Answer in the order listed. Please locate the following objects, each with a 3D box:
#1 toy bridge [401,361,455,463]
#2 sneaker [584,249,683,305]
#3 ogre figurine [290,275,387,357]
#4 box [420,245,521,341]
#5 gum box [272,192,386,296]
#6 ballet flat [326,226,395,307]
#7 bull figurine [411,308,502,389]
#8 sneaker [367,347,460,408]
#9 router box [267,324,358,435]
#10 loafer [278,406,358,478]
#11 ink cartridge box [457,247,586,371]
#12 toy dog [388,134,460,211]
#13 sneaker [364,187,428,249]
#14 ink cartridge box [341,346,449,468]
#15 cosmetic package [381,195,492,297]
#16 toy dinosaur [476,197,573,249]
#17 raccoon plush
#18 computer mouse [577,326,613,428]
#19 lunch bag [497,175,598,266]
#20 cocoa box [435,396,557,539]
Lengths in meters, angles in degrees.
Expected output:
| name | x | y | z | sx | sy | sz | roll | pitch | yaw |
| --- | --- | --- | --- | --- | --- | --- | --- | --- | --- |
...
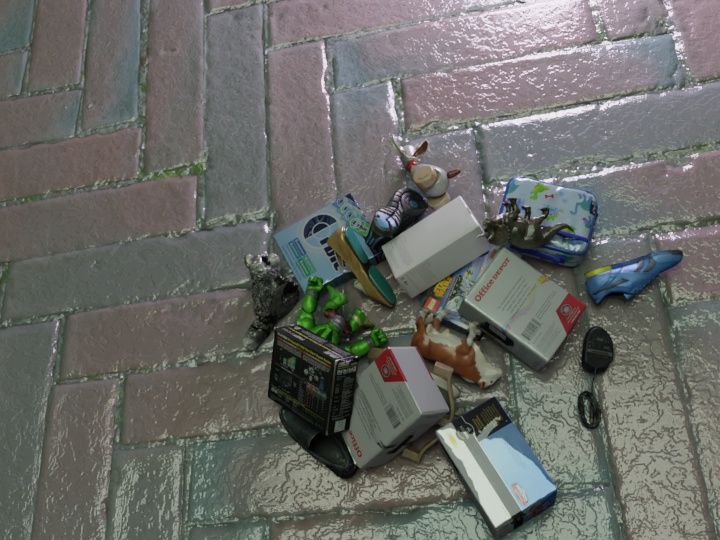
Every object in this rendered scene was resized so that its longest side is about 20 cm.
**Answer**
| name | x | y | z | sx | sy | sz | roll | pitch | yaw |
| --- | --- | --- | --- | --- | --- | --- | --- | --- | --- |
| toy bridge | 0.140 | 0.276 | 1.528 | 0.067 | 0.027 | 0.201 | 20 | 102 | 10 |
| sneaker | 0.550 | 0.015 | 1.612 | 0.199 | 0.066 | 0.079 | -17 | 74 | 3 |
| ogre figurine | -0.056 | 0.113 | 1.655 | 0.200 | 0.098 | 0.120 | 44 | 78 | -12 |
| box | 0.230 | 0.030 | 1.676 | 0.137 | 0.040 | 0.200 | 25 | 71 | 20 |
| gum box | -0.066 | -0.052 | 1.773 | 0.200 | 0.045 | 0.170 | -30 | 63 | -3 |
| ballet flat | 0.000 | 0.000 | 1.699 | 0.063 | 0.069 | 0.200 | -30 | 96 | 24 |
| bull figurine | 0.188 | 0.152 | 1.590 | 0.199 | 0.065 | 0.122 | 20 | 112 | 26 |
| sneaker | 0.089 | 0.230 | 1.585 | 0.200 | 0.067 | 0.090 | 25 | 68 | 14 |
| router box | -0.095 | 0.206 | 1.561 | 0.200 | 0.062 | 0.150 | 23 | 111 | 45 |
| loafer | -0.085 | 0.324 | 1.575 | 0.200 | 0.070 | 0.068 | 38 | 76 | 25 |
| ink cartridge box | 0.313 | 0.074 | 1.585 | 0.200 | 0.083 | 0.146 | 37 | 73 | 9 |
| toy dog | 0.153 | -0.228 | 1.772 | 0.096 | 0.132 | 0.200 | -31 | 62 | 6 |
| sneaker | 0.074 | -0.115 | 1.741 | 0.073 | 0.082 | 0.200 | 43 | 43 | 11 |
| ink cartridge box | 0.050 | 0.258 | 1.517 | 0.200 | 0.084 | 0.145 | -47 | 56 | 32 |
| cosmetic package | 0.156 | -0.049 | 1.667 | 0.200 | 0.085 | 0.108 | -31 | 44 | 10 |
| toy dinosaur | 0.319 | -0.083 | 1.603 | 0.199 | 0.077 | 0.103 | 14 | 81 | -16 |
| raccoon plush | -0.228 | 0.052 | 1.733 | 0.134 | 0.097 | 0.200 | 32 | 74 | 31 |
| computer mouse | 0.448 | 0.205 | 1.556 | 0.058 | 0.034 | 0.201 | 14 | 72 | -1 |
| lunch bag | 0.385 | -0.101 | 1.679 | 0.199 | 0.083 | 0.161 | 17 | 67 | 11 |
| cocoa box | 0.245 | 0.356 | 1.458 | 0.131 | 0.133 | 0.200 | -30 | 62 | -5 |
